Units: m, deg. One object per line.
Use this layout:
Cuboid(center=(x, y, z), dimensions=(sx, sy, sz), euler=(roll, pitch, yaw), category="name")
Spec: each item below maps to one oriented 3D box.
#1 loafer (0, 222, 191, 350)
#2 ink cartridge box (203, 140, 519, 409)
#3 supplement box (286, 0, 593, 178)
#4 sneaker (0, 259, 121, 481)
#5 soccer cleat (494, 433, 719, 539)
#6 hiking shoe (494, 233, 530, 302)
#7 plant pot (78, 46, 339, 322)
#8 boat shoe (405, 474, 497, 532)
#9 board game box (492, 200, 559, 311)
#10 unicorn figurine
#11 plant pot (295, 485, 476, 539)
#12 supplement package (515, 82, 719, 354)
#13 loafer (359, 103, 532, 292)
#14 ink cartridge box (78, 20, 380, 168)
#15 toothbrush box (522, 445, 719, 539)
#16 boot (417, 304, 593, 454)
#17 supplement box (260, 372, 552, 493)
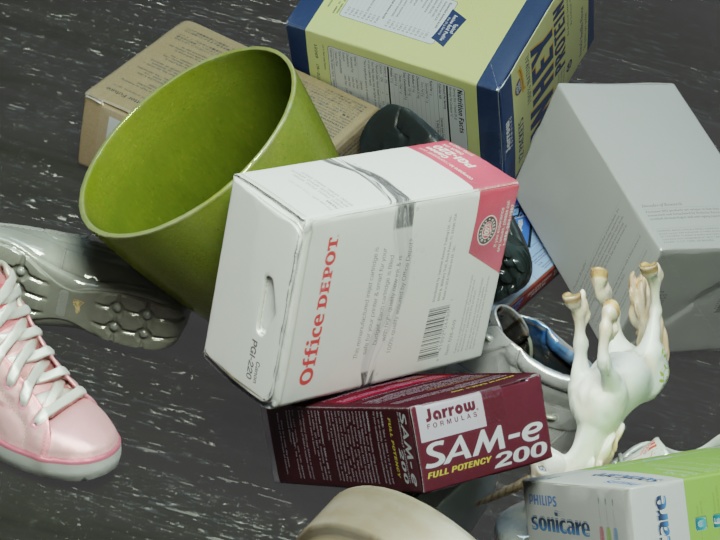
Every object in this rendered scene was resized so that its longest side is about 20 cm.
Cuboid(center=(-0.223, 0.004, 1.693), dimensions=(0.199, 0.070, 0.070), euler=(20, 30, -5), category="loafer")
Cuboid(center=(0.000, 0.000, 1.565), dimensions=(0.199, 0.147, 0.085), euler=(-12, 34, -41), category="ink cartridge box")
Cuboid(center=(0.073, -0.206, 1.945), dimensions=(0.199, 0.135, 0.201), euler=(20, 58, 19), category="supplement box")
Cuboid(center=(-0.246, 0.061, 1.573), dimensions=(0.200, 0.105, 0.075), euler=(31, 37, 22), category="sneaker")
Cuboid(center=(0.184, 0.159, 1.595), dimensions=(0.199, 0.086, 0.069), euler=(-6, 40, -26), category="soccer cleat")
Cuboid(center=(0.046, -0.024, 1.747), dimensions=(0.199, 0.075, 0.087), euler=(5, 32, 29), category="hiking shoe")
Cuboid(center=(-0.073, -0.027, 1.659), dimensions=(0.186, 0.200, 0.188), euler=(-25, 35, 19), category="plant pot")
Cuboid(center=(0.018, 0.171, 1.536), dimensions=(0.063, 0.071, 0.200), euler=(31, 37, 27), category="boat shoe")
Cuboid(center=(0.102, -0.009, 1.853), dimensions=(0.103, 0.020, 0.200), euler=(29, 39, 20), category="board game box")
Cuboid(center=(0.167, 0.076, 1.576), dimensions=(0.199, 0.138, 0.074), euler=(-21, 23, -41), category="unicorn figurine")
Cuboid(center=(-0.001, 0.259, 1.335), dimensions=(0.199, 0.201, 0.173), euler=(33, 56, 25), category="plant pot")
Cuboid(center=(0.228, -0.044, 1.831), dimensions=(0.119, 0.122, 0.201), euler=(-3, 46, -27), category="supplement package")
Cuboid(center=(0.082, -0.055, 1.837), dimensions=(0.072, 0.073, 0.200), euler=(21, 30, -57), category="loafer")
Cuboid(center=(-0.109, -0.112, 1.877), dimensions=(0.199, 0.075, 0.165), euler=(26, 39, 16), category="ink cartridge box")
Cuboid(center=(0.229, 0.166, 1.496), dimensions=(0.199, 0.087, 0.145), euler=(-6, 0, -24), category="toothbrush box")
Cuboid(center=(0.091, 0.059, 1.691), dimensions=(0.199, 0.096, 0.073), euler=(31, 39, 23), category="boot")
Cuboid(center=(0.028, 0.109, 1.541), dimensions=(0.108, 0.061, 0.200), euler=(-12, 3, -31), category="supplement box")
